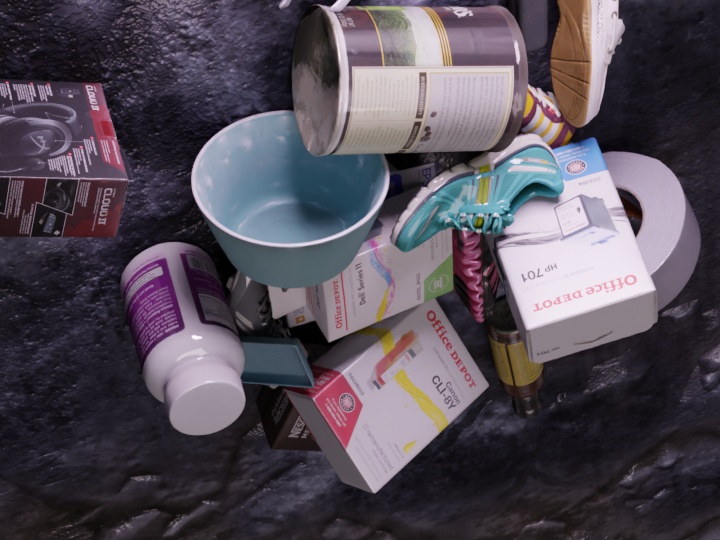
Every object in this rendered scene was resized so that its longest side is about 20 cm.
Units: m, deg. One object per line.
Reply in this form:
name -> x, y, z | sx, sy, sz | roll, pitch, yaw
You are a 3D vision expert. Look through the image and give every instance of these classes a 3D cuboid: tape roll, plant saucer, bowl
tape roll -> 0.282, -0.036, 1.712 | 0.199, 0.201, 0.066 | -30, 138, 8
plant saucer -> -0.146, 0.099, 1.709 | 0.198, 0.019, 0.070 | 1, 134, 26
bowl -> -0.071, -0.059, 1.530 | 0.198, 0.202, 0.106 | -11, 137, -13

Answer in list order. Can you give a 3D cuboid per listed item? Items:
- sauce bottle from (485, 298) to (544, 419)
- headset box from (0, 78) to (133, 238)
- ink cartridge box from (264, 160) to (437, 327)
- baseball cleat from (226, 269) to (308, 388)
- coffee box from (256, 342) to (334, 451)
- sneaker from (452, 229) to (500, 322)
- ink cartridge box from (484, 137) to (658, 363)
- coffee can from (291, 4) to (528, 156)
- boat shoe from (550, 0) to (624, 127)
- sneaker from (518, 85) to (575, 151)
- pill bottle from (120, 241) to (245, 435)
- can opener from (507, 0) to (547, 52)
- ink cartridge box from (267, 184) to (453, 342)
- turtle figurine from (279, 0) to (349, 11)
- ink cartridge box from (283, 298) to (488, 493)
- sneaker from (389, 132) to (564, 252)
sauce bottle -> 0.202, 0.118, 1.935 | 0.064, 0.065, 0.201 | -20, 139, -4
headset box -> -0.313, -0.107, 1.413 | 0.198, 0.150, 0.078 | 0, 134, -25
ink cartridge box -> -0.005, -0.037, 1.699 | 0.198, 0.044, 0.199 | -15, 137, -7
baseball cleat -> -0.104, 0.059, 1.710 | 0.105, 0.070, 0.201 | 23, 143, 11
coffee box -> -0.015, 0.161, 1.866 | 0.198, 0.080, 0.114 | 6, 130, -29
sneaker -> 0.152, -0.021, 1.773 | 0.095, 0.079, 0.201 | -26, 140, -15
ink cartridge box -> 0.217, -0.023, 1.612 | 0.145, 0.202, 0.086 | -17, 149, 0
coffee can -> 0.047, -0.188, 1.493 | 0.198, 0.147, 0.147 | -3, 134, -21
boat shoe -> 0.243, -0.248, 1.557 | 0.069, 0.071, 0.202 | -16, 122, -27
sneaker -> 0.184, -0.176, 1.628 | 0.089, 0.075, 0.201 | -23, 147, 1
pill bottle -> -0.187, 0.074, 1.612 | 0.111, 0.201, 0.113 | -12, 137, -12
can opener -> 0.182, -0.312, 1.500 | 0.066, 0.054, 0.201 | -16, 138, -7
ink cartridge box -> 0.000, 0.000, 1.637 | 0.198, 0.068, 0.118 | -22, 138, -15
turtle figurine -> 0.015, -0.315, 1.360 | 0.192, 0.202, 0.144 | -12, 171, -19
ink cartridge box -> 0.033, 0.138, 1.771 | 0.200, 0.083, 0.146 | -40, 109, -21
sneaker -> 0.122, -0.072, 1.565 | 0.198, 0.080, 0.078 | -28, 163, -9
